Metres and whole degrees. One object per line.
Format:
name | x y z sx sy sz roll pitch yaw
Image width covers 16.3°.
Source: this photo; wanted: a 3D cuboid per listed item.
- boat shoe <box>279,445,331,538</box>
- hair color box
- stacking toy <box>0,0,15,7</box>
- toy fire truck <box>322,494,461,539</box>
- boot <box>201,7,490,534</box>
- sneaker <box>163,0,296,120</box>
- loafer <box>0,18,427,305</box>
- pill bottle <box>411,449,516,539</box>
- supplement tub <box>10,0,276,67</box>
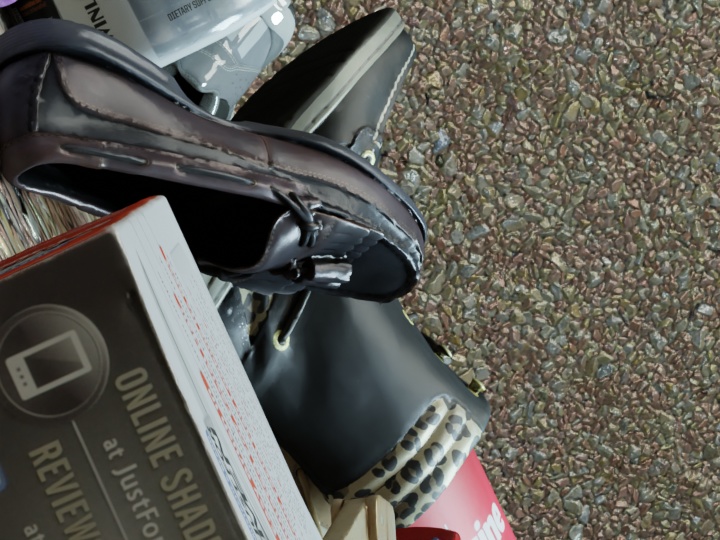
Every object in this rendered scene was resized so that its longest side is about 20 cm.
boat shoe | -0.021 0.110 1.086 0.071 0.064 0.200 -122 -173 -86
hair color box | -0.052 0.047 0.549 0.200 0.064 0.111 -137 -157 -86
stacking toy | -0.070 -0.153 0.816 0.085 0.200 0.085 154 -90 -90
toy fire truck | 0.006 0.137 0.938 0.200 0.049 0.141 -73 153 -63
boot | -0.001 0.001 1.067 0.154 0.204 0.073 47 -38 -19
sneaker | -0.111 -0.076 1.328 0.075 0.116 0.200 35 -34 -2
loafer | -0.057 -0.023 0.930 0.200 0.072 0.063 27 42 -33
pill bottle | 0.005 0.111 1.191 0.112 0.112 0.200 -115 180 -69
supplement tub | -0.131 -0.191 1.184 0.200 0.122 0.123 63 0 -10
